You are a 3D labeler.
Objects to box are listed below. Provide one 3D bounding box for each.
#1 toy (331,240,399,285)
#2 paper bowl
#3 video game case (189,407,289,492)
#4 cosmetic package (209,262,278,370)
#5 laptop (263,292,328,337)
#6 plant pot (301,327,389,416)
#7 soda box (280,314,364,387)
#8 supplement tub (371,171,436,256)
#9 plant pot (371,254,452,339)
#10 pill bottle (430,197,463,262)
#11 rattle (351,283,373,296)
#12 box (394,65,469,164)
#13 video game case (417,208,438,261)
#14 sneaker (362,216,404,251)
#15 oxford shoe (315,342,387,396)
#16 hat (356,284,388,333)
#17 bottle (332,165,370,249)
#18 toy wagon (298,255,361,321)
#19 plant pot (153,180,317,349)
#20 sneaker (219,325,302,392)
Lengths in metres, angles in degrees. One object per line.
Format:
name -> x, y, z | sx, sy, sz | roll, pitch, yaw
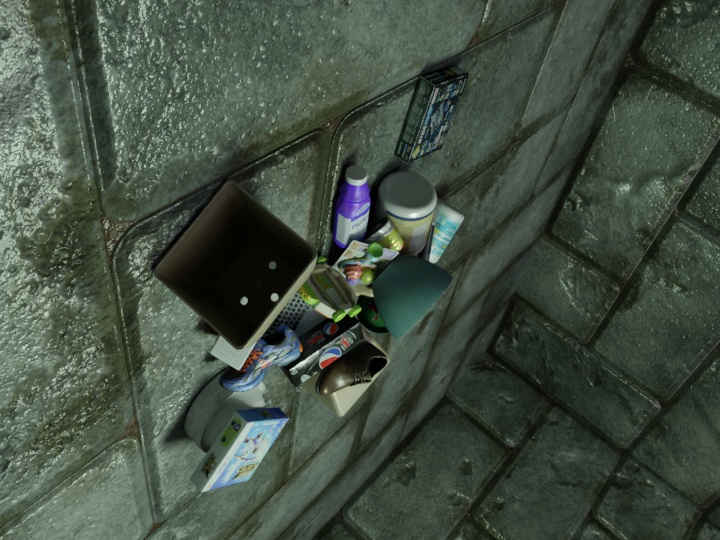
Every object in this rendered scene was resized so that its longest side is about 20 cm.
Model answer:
toy -> 0.000, 0.000, 1.516 | 0.200, 0.113, 0.048 | 129, -31, -56
paper bowl -> -0.295, 0.327, 1.482 | 0.200, 0.104, 0.202 | -42, 155, -25
video game case -> -0.263, 0.394, 1.446 | 0.183, 0.045, 0.199 | -55, 158, 5
cosmetic package -> -0.213, 0.081, 1.281 | 0.202, 0.070, 0.102 | -58, -170, 8
laptop -> -0.171, 0.127, 1.426 | 0.189, 0.198, 0.116 | -57, -160, 11
plant pot -> -0.072, 0.200, 1.632 | 0.200, 0.198, 0.179 | -45, 143, -20
soda box -> -0.090, 0.171, 1.469 | 0.198, 0.071, 0.064 | -33, 136, -18
supplement tub -> 0.101, -0.122, 1.587 | 0.144, 0.144, 0.202 | -38, 154, -33
plant pot -> 0.104, 0.044, 1.543 | 0.201, 0.135, 0.200 | -48, 180, 0
pill bottle -> 0.205, -0.101, 1.878 | 0.202, 0.110, 0.110 | -59, 158, 12
rattle -> -0.017, 0.014, 1.697 | 0.197, 0.142, 0.132 | -28, 118, -19
box -> 0.165, -0.360, 1.503 | 0.158, 0.046, 0.203 | -32, 149, -45
video game case -> 0.140, -0.056, 1.712 | 0.142, 0.018, 0.203 | -31, -143, 48
sneaker -> 0.030, -0.046, 1.545 | 0.199, 0.090, 0.079 | -30, -156, 54
oxford shoe -> -0.018, 0.235, 1.509 | 0.198, 0.084, 0.074 | -28, 123, -30
hat -> 0.048, 0.059, 1.724 | 0.166, 0.199, 0.177 | -46, 144, -11
bottle -> -0.017, -0.138, 1.424 | 0.083, 0.065, 0.202 | -42, 155, -34
toy wagon -> -0.083, 0.043, 1.431 | 0.040, 0.156, 0.199 | -44, 164, 26
plant pot -> -0.194, 0.006, 1.121 | 0.201, 0.199, 0.177 | -51, 169, -6
sneaker -> -0.217, 0.181, 1.376 | 0.198, 0.075, 0.080 | -34, 129, -29
